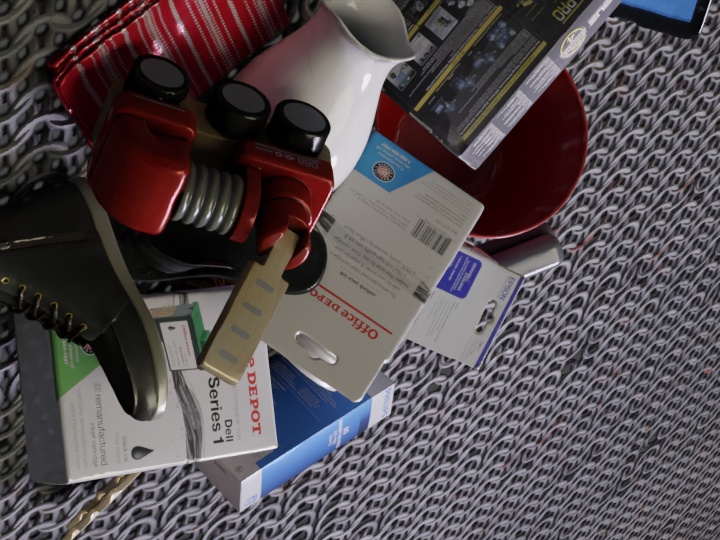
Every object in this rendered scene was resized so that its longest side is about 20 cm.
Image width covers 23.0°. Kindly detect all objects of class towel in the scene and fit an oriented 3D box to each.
[{"bbox_3d":[-0.142,-0.171,1.357,0.200,0.022,0.145,-41,153,-12],"label":"towel"}]

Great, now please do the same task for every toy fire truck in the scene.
[{"bbox_3d":[-0.112,-0.036,1.291,0.176,0.200,0.129,16,125,-19],"label":"toy fire truck"}]

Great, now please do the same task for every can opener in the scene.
[{"bbox_3d":[0.085,0.000,1.626,0.200,0.053,0.066,-17,123,-1],"label":"can opener"}]

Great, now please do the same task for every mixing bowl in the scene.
[{"bbox_3d":[0.094,-0.118,1.615,0.200,0.200,0.108,-36,-178,-19],"label":"mixing bowl"}]

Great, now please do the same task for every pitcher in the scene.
[{"bbox_3d":[-0.036,-0.153,1.439,0.200,0.121,0.172,-51,-164,34],"label":"pitcher"}]

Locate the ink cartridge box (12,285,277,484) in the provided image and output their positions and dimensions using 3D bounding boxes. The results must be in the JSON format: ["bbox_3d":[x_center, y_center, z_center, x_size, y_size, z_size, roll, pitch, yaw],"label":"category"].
[{"bbox_3d":[-0.177,0.091,1.474,0.200,0.084,0.146,-7,91,-34],"label":"ink cartridge box"}]

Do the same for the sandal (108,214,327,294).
[{"bbox_3d":[-0.126,-0.026,1.424,0.048,0.200,0.075,81,15,-79],"label":"sandal"}]

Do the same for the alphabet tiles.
[{"bbox_3d":[-0.203,0.176,1.645,0.200,0.015,0.196,-43,-178,43],"label":"alphabet tiles"}]

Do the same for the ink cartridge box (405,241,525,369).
[{"bbox_3d":[0.036,0.003,1.574,0.099,0.200,0.039,-63,-174,10],"label":"ink cartridge box"}]

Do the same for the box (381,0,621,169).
[{"bbox_3d":[0.100,-0.212,1.494,0.200,0.161,0.049,-50,153,6],"label":"box"}]

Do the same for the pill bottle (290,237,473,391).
[{"bbox_3d":[0.008,0.017,1.722,0.200,0.112,0.112,-50,153,6],"label":"pill bottle"}]

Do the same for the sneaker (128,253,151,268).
[{"bbox_3d":[-0.127,-0.022,1.526,0.200,0.070,0.082,-23,143,-35],"label":"sneaker"}]

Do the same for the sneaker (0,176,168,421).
[{"bbox_3d":[-0.227,0.035,1.358,0.106,0.200,0.075,-21,174,-30],"label":"sneaker"}]

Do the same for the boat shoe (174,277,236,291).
[{"bbox_3d":[-0.128,0.031,1.593,0.200,0.072,0.068,-35,153,-16],"label":"boat shoe"}]

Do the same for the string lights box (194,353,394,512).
[{"bbox_3d":[-0.074,0.146,1.790,0.200,0.103,0.059,-30,148,-28],"label":"string lights box"}]

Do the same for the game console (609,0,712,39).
[{"bbox_3d":[0.239,-0.287,1.634,0.172,0.119,0.200,-30,148,-30],"label":"game console"}]

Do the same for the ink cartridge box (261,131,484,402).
[{"bbox_3d":[0.000,0.000,1.487,0.200,0.116,0.068,-57,-173,-11],"label":"ink cartridge box"}]
